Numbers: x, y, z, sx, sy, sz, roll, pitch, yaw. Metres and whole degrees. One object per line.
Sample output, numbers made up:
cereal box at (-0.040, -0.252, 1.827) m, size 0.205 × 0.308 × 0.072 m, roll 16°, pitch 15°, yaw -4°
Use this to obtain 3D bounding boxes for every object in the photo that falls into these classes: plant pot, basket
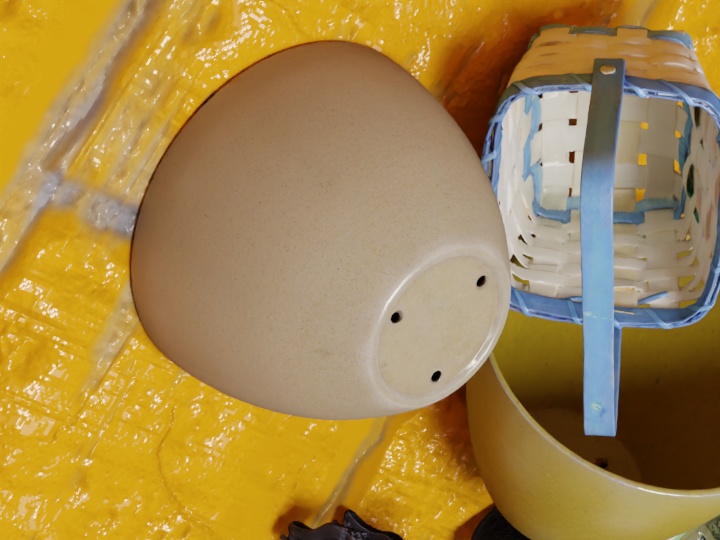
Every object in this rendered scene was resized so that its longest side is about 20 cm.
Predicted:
plant pot at (0.143, 0.086, 1.518) m, size 0.200 × 0.200 × 0.142 m, roll -20°, pitch 152°, yaw -32°
basket at (0.133, -0.035, 1.397) m, size 0.200 × 0.139 × 0.177 m, roll -73°, pitch 165°, yaw -49°
plant pot at (0.000, 0.000, 1.348) m, size 0.200 × 0.134 × 0.201 m, roll -23°, pitch 131°, yaw -30°

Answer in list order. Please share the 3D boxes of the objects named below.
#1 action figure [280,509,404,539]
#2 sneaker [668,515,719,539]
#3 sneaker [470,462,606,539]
action figure at (-0.037, 0.241, 1.503) m, size 0.200 × 0.102 × 0.119 m, roll -60°, pitch 150°, yaw 5°
sneaker at (0.228, 0.180, 1.591) m, size 0.200 × 0.089 × 0.077 m, roll -24°, pitch 165°, yaw -40°
sneaker at (0.152, 0.188, 1.659) m, size 0.200 × 0.084 × 0.121 m, roll -21°, pitch 120°, yaw -33°
